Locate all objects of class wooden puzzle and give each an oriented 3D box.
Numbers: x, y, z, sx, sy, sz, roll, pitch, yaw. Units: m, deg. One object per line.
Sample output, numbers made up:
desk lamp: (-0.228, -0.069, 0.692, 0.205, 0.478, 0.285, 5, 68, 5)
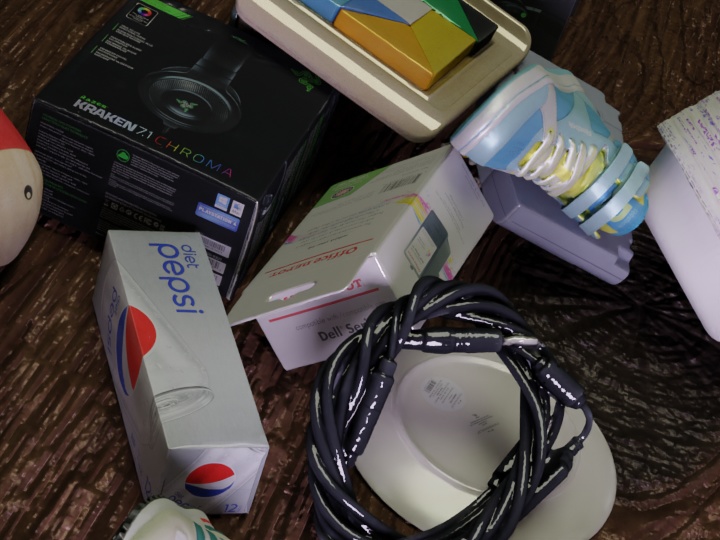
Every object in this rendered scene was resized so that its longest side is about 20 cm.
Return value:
wooden puzzle: (0.025, -0.194, 1.387, 0.184, 0.037, 0.200, 37, 39, 7)

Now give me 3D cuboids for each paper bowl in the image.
paper bowl: (0.281, -0.027, 1.373, 0.104, 0.201, 0.201, -29, 46, 8)

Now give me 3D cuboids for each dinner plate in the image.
dinner plate: (0.084, 0.111, 1.230, 0.198, 0.024, 0.201, 13, 38, -10)

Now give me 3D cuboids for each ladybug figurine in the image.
ladybug figurine: (-0.280, -0.093, 1.207, 0.072, 0.136, 0.200, -38, 79, -17)

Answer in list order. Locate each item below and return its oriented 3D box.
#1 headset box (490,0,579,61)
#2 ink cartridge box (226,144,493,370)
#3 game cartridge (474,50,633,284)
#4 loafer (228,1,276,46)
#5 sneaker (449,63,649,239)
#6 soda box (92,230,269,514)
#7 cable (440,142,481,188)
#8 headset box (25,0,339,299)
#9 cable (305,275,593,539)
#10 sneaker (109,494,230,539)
headset box: (0.096, -0.255, 1.549, 0.198, 0.175, 0.093, 15, 39, -6)
ink cartridge box: (0.000, 0.000, 1.242, 0.068, 0.116, 0.200, 61, 36, -18)
game cartridge: (0.150, -0.089, 1.428, 0.133, 0.041, 0.201, 30, 39, -23)
loafer: (-0.026, -0.186, 1.446, 0.063, 0.072, 0.200, 31, 13, 27)
sneaker: (0.147, -0.078, 1.301, 0.131, 0.080, 0.200, 51, 26, 9)
soda box: (-0.119, 0.062, 1.162, 0.068, 0.064, 0.201, 1, 42, -22)
cable: (0.150, -0.105, 1.494, 0.097, 0.051, 0.200, 37, 42, 16)
headset box: (-0.126, -0.100, 1.317, 0.173, 0.093, 0.200, 25, 37, 4)
cable: (0.046, 0.099, 1.136, 0.200, 0.051, 0.164, -37, 97, -21)
sneaker: (-0.087, 0.177, 0.974, 0.093, 0.071, 0.200, 38, -1, 12)
